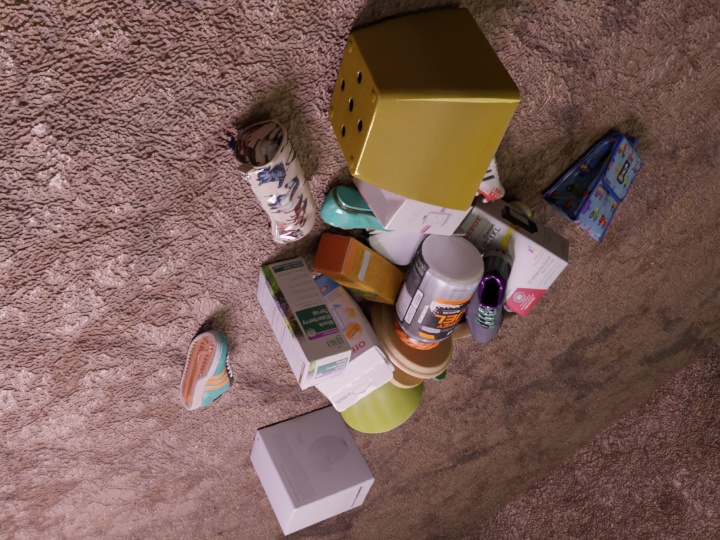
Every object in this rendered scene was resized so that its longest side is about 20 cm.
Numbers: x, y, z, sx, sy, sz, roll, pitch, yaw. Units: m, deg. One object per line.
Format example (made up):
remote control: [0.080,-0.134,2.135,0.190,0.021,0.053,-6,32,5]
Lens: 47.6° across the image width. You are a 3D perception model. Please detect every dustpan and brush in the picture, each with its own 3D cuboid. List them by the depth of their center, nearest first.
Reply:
dustpan and brush: [0.088,-0.043,1.472,0.138,0.058,0.201,-22,142,1]

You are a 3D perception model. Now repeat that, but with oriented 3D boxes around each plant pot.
plant pot: [0.066,-0.216,1.088,0.174,0.202,0.201,-3,139,-23]
plant pot: [0.008,0.186,1.606,0.185,0.188,0.201,-31,134,-3]
plant pot: [0.254,0.092,1.727,0.197,0.028,0.200,-24,-174,3]

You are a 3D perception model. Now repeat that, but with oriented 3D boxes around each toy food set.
toy food set: [0.099,0.120,1.559,0.196,0.202,0.049,-9,157,-42]

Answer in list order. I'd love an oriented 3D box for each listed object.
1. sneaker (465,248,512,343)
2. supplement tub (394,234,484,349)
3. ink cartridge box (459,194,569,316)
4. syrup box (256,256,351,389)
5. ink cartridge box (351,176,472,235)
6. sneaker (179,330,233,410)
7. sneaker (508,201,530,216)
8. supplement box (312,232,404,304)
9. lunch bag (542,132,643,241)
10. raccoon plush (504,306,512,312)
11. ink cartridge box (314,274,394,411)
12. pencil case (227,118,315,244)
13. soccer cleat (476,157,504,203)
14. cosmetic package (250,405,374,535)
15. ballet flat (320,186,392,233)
sneaker: [0.220,0.063,1.449,0.088,0.073,0.203,-62,160,-51]
supplement tub: [0.132,0.042,1.445,0.121,0.123,0.201,-13,144,-28]
ink cartridge box: [0.255,-0.033,1.483,0.147,0.198,0.083,-57,-175,34]
syrup box: [-0.095,0.083,1.325,0.078,0.201,0.082,-14,145,-25]
ink cartridge box: [0.096,-0.121,1.301,0.198,0.117,0.068,3,134,-45]
sneaker: [-0.257,0.167,1.426,0.079,0.072,0.201,-13,148,-36]
sneaker: [0.268,-0.042,1.602,0.200,0.076,0.105,-45,147,16]
supplement box: [0.000,0.000,1.408,0.199,0.066,0.070,28,74,-56]
lunch bag: [0.477,-0.180,1.614,0.201,0.094,0.150,-55,143,10]
raccoon plush: [0.234,0.071,1.633,0.200,0.134,0.097,-47,115,5]
ink cartridge box: [-0.039,0.130,1.438,0.128,0.201,0.125,-34,149,2]
pencil case: [-0.119,-0.118,1.145,0.090,0.077,0.201,-48,152,-16]
soccer cleat: [0.205,-0.176,1.375,0.085,0.069,0.199,-44,143,18]
cosmetic package: [-0.110,0.433,1.784,0.197,0.201,0.124,-12,143,-30]
ballet flat: [0.012,-0.093,1.323,0.198,0.068,0.070,7,147,-43]
